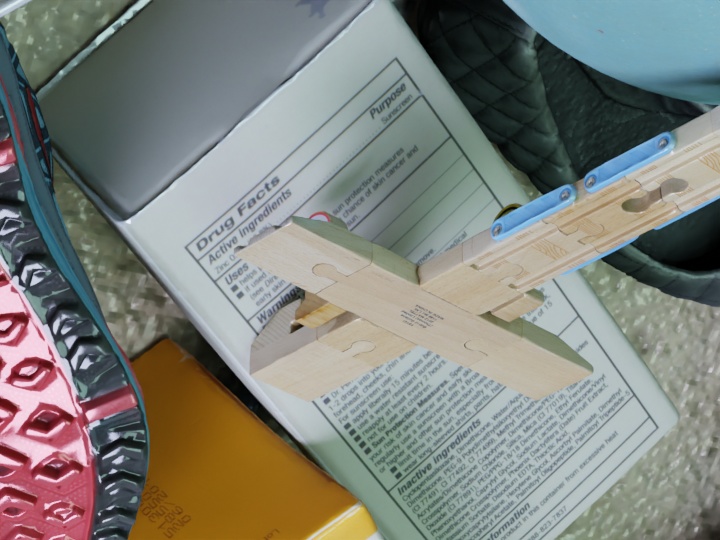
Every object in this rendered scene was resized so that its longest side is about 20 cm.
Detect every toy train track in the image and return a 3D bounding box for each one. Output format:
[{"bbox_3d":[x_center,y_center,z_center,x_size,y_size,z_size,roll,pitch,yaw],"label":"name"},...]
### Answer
[{"bbox_3d":[0.045,-0.016,0.774,0.115,0.033,0.200,26,141,-36],"label":"toy train track"}]

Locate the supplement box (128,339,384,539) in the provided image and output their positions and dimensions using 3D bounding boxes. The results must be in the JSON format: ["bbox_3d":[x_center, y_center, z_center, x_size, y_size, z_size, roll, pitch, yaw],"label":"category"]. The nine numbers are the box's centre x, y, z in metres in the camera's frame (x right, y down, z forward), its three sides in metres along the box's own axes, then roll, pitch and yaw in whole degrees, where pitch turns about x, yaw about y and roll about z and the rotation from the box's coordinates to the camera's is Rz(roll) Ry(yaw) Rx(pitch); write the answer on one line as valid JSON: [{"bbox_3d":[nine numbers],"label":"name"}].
[{"bbox_3d":[-0.020,0.134,0.919,0.073,0.126,0.200,-36,127,-14],"label":"supplement box"}]

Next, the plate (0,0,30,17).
[{"bbox_3d":[-0.080,-0.162,0.675,0.199,0.032,0.200,-29,80,-10],"label":"plate"}]

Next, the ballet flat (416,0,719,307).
[{"bbox_3d":[0.091,-0.035,0.949,0.200,0.057,0.067,34,94,-38],"label":"ballet flat"}]

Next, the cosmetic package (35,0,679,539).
[{"bbox_3d":[0.000,0.000,0.890,0.103,0.087,0.200,-40,128,-6],"label":"cosmetic package"}]

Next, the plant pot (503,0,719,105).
[{"bbox_3d":[0.100,-0.136,0.762,0.201,0.201,0.161,-42,155,-8],"label":"plant pot"}]

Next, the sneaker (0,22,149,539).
[{"bbox_3d":[-0.102,-0.007,0.816,0.079,0.096,0.200,-9,112,9],"label":"sneaker"}]
